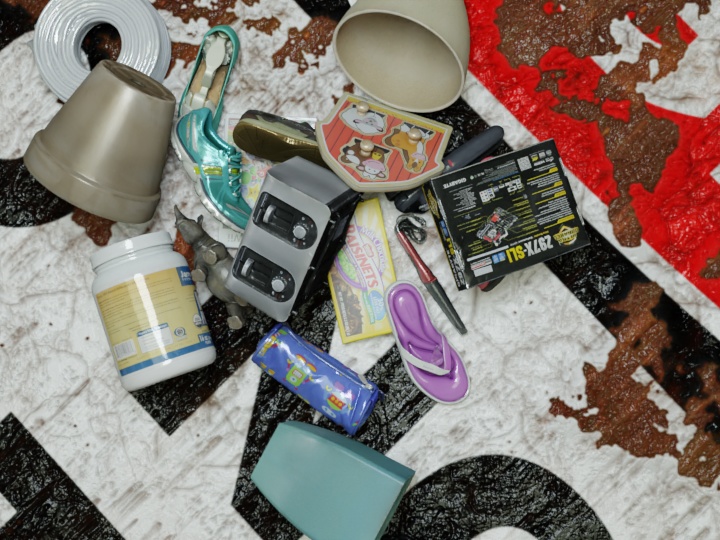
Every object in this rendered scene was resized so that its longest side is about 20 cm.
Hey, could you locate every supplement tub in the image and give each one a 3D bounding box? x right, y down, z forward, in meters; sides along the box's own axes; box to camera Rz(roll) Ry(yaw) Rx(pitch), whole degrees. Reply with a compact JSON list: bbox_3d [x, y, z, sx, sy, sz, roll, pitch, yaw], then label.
[{"bbox_3d":[-0.303,0.059,1.461,0.143,0.145,0.202,-19,87,2],"label":"supplement tub"}]

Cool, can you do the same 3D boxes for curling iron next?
[{"bbox_3d":[0.108,0.005,1.500,0.049,0.026,0.202,-26,87,5],"label":"curling iron"}]

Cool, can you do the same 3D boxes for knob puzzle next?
[{"bbox_3d":[0.028,-0.182,1.441,0.217,0.031,0.221,7,45,-7],"label":"knob puzzle"}]

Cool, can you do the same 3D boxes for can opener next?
[{"bbox_3d":[0.128,-0.151,1.486,0.199,0.063,0.079,-33,86,2],"label":"can opener"}]

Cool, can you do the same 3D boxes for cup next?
[{"bbox_3d":[0.077,-0.348,1.449,0.198,0.201,0.144,22,63,4],"label":"cup"}]

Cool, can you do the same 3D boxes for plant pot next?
[{"bbox_3d":[-0.046,0.306,1.447,0.199,0.141,0.142,28,89,11],"label":"plant pot"},{"bbox_3d":[-0.348,-0.191,1.426,0.199,0.200,0.175,32,107,4],"label":"plant pot"}]

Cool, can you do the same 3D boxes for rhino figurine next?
[{"bbox_3d":[-0.217,-0.012,1.481,0.060,0.087,0.201,-34,94,11],"label":"rhino figurine"}]

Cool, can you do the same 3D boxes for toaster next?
[{"bbox_3d":[-0.086,-0.052,1.409,0.118,0.200,0.182,28,112,8],"label":"toaster"}]

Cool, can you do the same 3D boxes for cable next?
[{"bbox_3d":[-0.389,-0.335,1.518,0.199,0.069,0.201,-34,86,1],"label":"cable"}]

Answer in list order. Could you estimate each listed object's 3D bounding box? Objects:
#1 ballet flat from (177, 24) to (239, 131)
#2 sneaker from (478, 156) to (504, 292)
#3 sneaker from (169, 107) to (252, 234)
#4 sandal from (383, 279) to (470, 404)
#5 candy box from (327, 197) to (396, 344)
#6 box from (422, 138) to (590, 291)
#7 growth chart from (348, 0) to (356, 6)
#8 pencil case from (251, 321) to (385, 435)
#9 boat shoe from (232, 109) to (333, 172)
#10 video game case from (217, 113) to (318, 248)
[{"bbox_3d":[-0.233,-0.273,1.507,0.067,0.070,0.202,17,89,1],"label":"ballet flat"},{"bbox_3d":[0.185,-0.070,1.471,0.086,0.074,0.202,16,81,-10],"label":"sneaker"},{"bbox_3d":[-0.204,-0.143,1.468,0.079,0.077,0.201,-30,92,17],"label":"sneaker"},{"bbox_3d":[0.093,0.110,1.470,0.082,0.050,0.204,-33,97,-6],"label":"sandal"},{"bbox_3d":[0.000,0.000,1.507,0.101,0.026,0.202,-13,88,-1],"label":"candy box"},{"bbox_3d":[0.204,-0.079,1.414,0.198,0.049,0.161,-20,90,-13],"label":"box"},{"bbox_3d":[0.056,-0.469,1.524,0.198,0.018,0.146,-14,87,3],"label":"growth chart"},{"bbox_3d":[-0.062,0.154,1.477,0.199,0.078,0.087,35,119,3],"label":"pencil case"},{"bbox_3d":[-0.086,-0.186,1.478,0.198,0.073,0.065,23,49,-11],"label":"boat shoe"},{"bbox_3d":[-0.139,-0.132,1.523,0.141,0.018,0.203,3,88,3],"label":"video game case"}]
